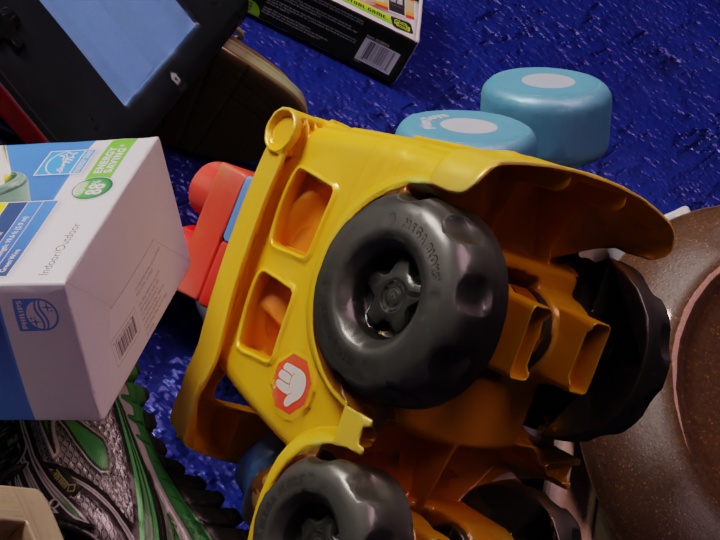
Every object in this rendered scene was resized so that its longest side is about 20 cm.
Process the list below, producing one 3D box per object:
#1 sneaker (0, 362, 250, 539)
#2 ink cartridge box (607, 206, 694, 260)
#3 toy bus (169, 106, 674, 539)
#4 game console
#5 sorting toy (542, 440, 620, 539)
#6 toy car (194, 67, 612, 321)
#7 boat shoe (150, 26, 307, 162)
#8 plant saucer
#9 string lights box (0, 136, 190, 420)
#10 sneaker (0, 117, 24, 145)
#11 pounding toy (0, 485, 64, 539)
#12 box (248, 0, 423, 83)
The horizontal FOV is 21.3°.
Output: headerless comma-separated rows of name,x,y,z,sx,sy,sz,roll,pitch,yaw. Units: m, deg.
sneaker,-0.119,0.075,0.736,0.085,0.078,0.200,-16,58,-48
ink cartridge box,0.179,0.059,0.952,0.200,0.050,0.163,35,32,-78
toy bus,-0.006,0.040,0.714,0.191,0.201,0.135,22,5,40
game console,-0.138,-0.146,0.865,0.177,0.031,0.200,48,35,-13
sorting toy,0.132,0.169,0.825,0.200,0.036,0.186,48,30,-18
toy car,0.000,0.000,0.889,0.199,0.186,0.177,13,23,25
boat shoe,-0.117,-0.121,0.987,0.199,0.073,0.063,20,40,-6
plant saucer,0.190,0.061,0.832,0.199,0.037,0.202,6,70,-18
string lights box,-0.174,0.004,0.700,0.198,0.059,0.103,-2,32,16
sneaker,-0.211,-0.089,0.858,0.200,0.081,0.146,45,31,8
pounding toy,-0.164,0.178,0.546,0.183,0.142,0.201,14,39,-50
box,-0.057,-0.195,1.157,0.199,0.035,0.110,25,35,-13
